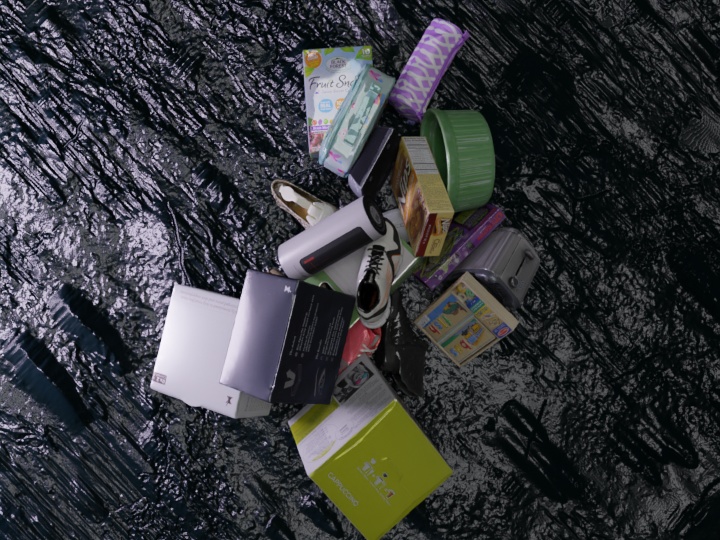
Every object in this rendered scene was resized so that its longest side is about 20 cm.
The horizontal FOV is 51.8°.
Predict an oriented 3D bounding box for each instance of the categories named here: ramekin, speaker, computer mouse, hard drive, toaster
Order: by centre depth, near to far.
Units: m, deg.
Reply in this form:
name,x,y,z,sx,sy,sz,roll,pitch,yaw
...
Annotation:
name,x,y,z,sx,sy,sz,roll,pitch,yaw
speaker,-0.053,-0.055,1.345,0.197,0.081,0.083,-28,88,22
hard drive,0.027,-0.196,1.396,0.042,0.200,0.137,29,90,7
ramekin,0.183,-0.207,1.406,0.095,0.200,0.206,-7,88,-9
toaster,0.246,0.000,1.408,0.114,0.199,0.130,45,67,-17
computer mouse,0.066,-0.088,1.471,0.195,0.044,0.113,-14,87,-2

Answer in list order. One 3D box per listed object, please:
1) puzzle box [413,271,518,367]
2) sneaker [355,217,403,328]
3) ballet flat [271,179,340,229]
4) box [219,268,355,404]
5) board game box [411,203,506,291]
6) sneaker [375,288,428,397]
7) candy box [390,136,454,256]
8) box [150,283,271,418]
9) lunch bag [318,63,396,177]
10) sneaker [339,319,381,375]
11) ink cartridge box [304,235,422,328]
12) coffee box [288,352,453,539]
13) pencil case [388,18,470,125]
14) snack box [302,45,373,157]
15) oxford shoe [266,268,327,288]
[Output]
name,x,y,z,sx,sy,sz,roll,pitch,yaw
puzzle box,0.194,0.098,1.399,0.133,0.200,0.025,43,54,2
sneaker,0.032,-0.002,1.340,0.072,0.080,0.205,3,76,14
ballet flat,-0.101,-0.118,1.414,0.198,0.075,0.069,33,85,29
box,-0.120,0.118,1.282,0.115,0.199,0.202,12,86,30
board game box,0.180,-0.054,1.435,0.200,0.120,0.032,-44,108,-2
sneaker,0.087,0.139,1.454,0.102,0.060,0.205,14,71,-21
candy box,0.112,-0.140,1.389,0.054,0.117,0.203,-3,50,-16
box,-0.257,0.148,1.378,0.195,0.130,0.205,13,87,23
lunch bag,-0.008,-0.278,1.367,0.076,0.160,0.204,26,90,-2
sneaker,-0.002,0.143,1.426,0.073,0.086,0.206,7,86,-45
ink cartridge box,0.000,0.000,1.410,0.200,0.048,0.146,-45,73,1
coffee box,0.014,0.320,1.346,0.199,0.198,0.201,-39,113,-2
pencil case,0.131,-0.393,1.463,0.085,0.084,0.203,26,88,37
snack box,-0.040,-0.334,1.473,0.138,0.053,0.206,-4,89,-3
oxford shoe,-0.100,0.051,1.441,0.199,0.071,0.075,38,78,17
